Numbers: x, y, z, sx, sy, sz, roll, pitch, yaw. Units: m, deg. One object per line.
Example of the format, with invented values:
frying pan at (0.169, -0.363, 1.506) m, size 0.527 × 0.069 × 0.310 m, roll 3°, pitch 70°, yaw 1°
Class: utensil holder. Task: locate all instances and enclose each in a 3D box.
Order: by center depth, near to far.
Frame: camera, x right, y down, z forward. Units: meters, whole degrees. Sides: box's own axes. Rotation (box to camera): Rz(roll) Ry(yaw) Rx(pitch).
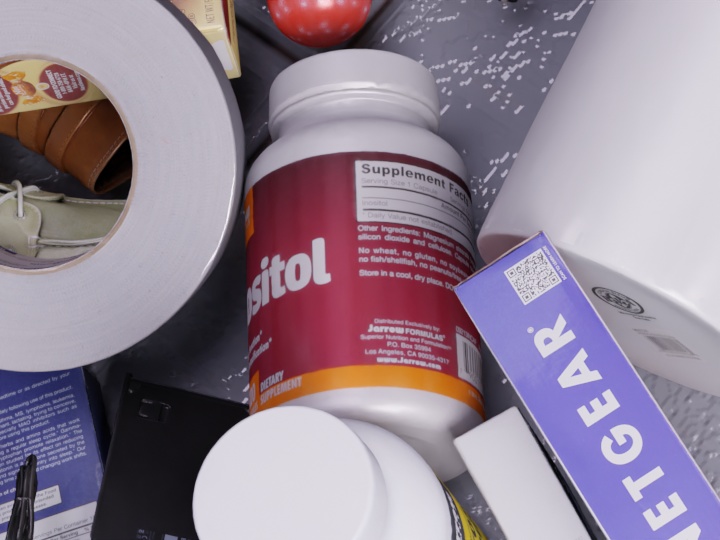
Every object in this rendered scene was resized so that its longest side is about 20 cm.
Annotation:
utensil holder at (0.166, -0.063, 1.333) m, size 0.170 × 0.170 × 0.200 m, roll 23°, pitch 77°, yaw 26°

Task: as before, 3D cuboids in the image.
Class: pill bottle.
pill bottle at (-0.004, 0.133, 1.280) m, size 0.112 × 0.200 × 0.112 m, roll -7°, pitch 65°, yaw 15°
pill bottle at (0.000, 0.000, 1.390) m, size 0.113 × 0.113 × 0.200 m, roll -10°, pitch 63°, yaw 14°

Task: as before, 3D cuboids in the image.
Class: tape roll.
tape roll at (-0.157, -0.053, 1.396) m, size 0.200 × 0.066 × 0.201 m, roll 0°, pitch 94°, yaw 3°

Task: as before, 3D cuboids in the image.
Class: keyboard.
keyboard at (-0.120, 0.141, 1.382) m, size 0.127 × 0.021 × 0.200 m, roll 14°, pitch 58°, yaw -7°

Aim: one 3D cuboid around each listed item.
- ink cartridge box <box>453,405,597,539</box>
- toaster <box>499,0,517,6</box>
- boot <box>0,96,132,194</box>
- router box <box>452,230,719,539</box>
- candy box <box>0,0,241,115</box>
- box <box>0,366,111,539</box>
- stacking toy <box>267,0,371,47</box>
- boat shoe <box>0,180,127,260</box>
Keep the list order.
ink cartridge box at (0.109, 0.163, 1.287) m, size 0.039 × 0.099 × 0.200 m, roll -28°, pitch 62°, yaw 3°
toaster at (0.052, -0.248, 1.444) m, size 0.114 × 0.129 × 0.200 m, roll -3°, pitch 70°, yaw 12°
boot at (-0.183, -0.089, 1.516) m, size 0.200 × 0.074 × 0.155 m, roll -41°, pitch 65°, yaw 0°
router box at (0.129, 0.103, 1.262) m, size 0.049 × 0.180 × 0.200 m, roll -33°, pitch 61°, yaw 2°
candy box at (-0.167, -0.145, 1.472) m, size 0.200 × 0.055 × 0.116 m, roll -8°, pitch 63°, yaw 3°
box at (-0.177, 0.129, 1.434) m, size 0.121 × 0.032 × 0.200 m, roll -19°, pitch 64°, yaw 9°
stacking toy at (-0.031, -0.211, 1.489) m, size 0.085 × 0.085 × 0.200 m, roll -9°, pitch 74°, yaw 14°
boat shoe at (-0.184, -0.014, 1.471) m, size 0.200 × 0.062 × 0.072 m, roll -6°, pitch 30°, yaw 17°
